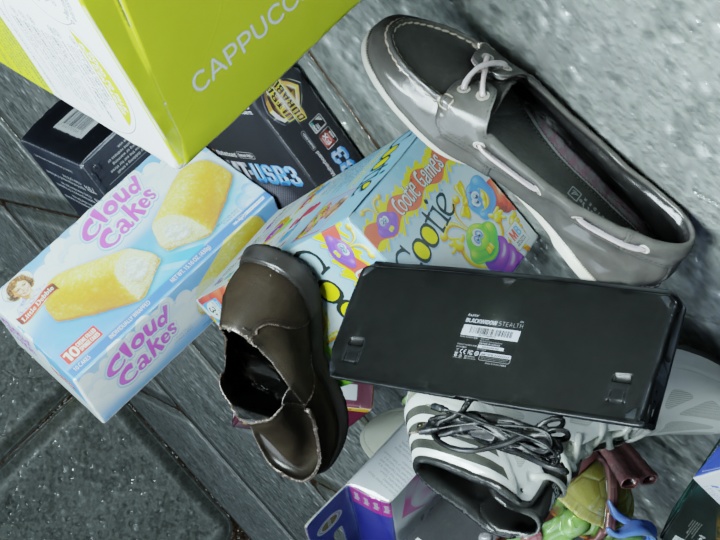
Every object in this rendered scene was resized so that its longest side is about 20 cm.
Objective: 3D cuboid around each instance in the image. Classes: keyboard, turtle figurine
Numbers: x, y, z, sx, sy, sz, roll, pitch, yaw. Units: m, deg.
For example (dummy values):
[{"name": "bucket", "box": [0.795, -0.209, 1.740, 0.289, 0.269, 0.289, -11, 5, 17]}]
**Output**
[{"name": "keyboard", "box": [0.071, 0.053, 0.761, 0.198, 0.105, 0.040, 6, 153, 37]}, {"name": "turtle figurine", "box": [0.115, 0.152, 1.025, 0.194, 0.143, 0.200, 52, 172, 12]}]

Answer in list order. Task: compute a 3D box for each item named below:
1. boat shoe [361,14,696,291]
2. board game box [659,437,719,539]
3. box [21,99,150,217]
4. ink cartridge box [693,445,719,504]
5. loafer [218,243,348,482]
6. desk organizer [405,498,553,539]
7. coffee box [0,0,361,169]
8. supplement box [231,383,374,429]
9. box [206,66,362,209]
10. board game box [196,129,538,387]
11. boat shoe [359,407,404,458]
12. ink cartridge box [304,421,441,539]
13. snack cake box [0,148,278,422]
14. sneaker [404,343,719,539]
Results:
[{"name": "boat shoe", "box": [0.090, -0.068, 0.736, 0.200, 0.067, 0.057, 42, 145, -7]}, {"name": "board game box", "box": [0.258, 0.156, 0.854, 0.134, 0.028, 0.200, 27, 160, 12]}, {"name": "box", "box": [-0.193, -0.068, 1.325, 0.148, 0.104, 0.201, 23, 153, 53]}, {"name": "ink cartridge box", "box": [0.271, 0.137, 0.711, 0.200, 0.094, 0.044, 44, 164, 3]}, {"name": "loafer", "box": [-0.060, 0.072, 0.916, 0.072, 0.071, 0.201, 19, 141, 27]}, {"name": "desk organizer", "box": [0.099, 0.213, 1.120, 0.071, 0.200, 0.077, 23, 155, 50]}, {"name": "coffee box", "box": [-0.101, -0.204, 0.617, 0.197, 0.200, 0.201, 30, 158, 40]}, {"name": "supplement box", "box": [-0.055, 0.097, 1.337, 0.109, 0.087, 0.200, 7, 165, -8]}, {"name": "box", "box": [-0.061, -0.078, 1.086, 0.199, 0.050, 0.199, 53, 161, -26]}, {"name": "board game box", "box": [0.000, 0.000, 0.933, 0.103, 0.105, 0.199, 48, 146, -11]}, {"name": "boat shoe", "box": [0.073, 0.182, 1.336, 0.199, 0.073, 0.062, 15, 142, 51]}, {"name": "ink cartridge box", "box": [0.046, 0.171, 1.148, 0.043, 0.200, 0.197, 38, 163, 20]}, {"name": "snack cake box", "box": [-0.163, 0.001, 1.083, 0.115, 0.200, 0.067, 35, 160, 31]}, {"name": "sneaker", "box": [0.121, 0.102, 0.812, 0.198, 0.116, 0.076, 4, 144, -1]}]
